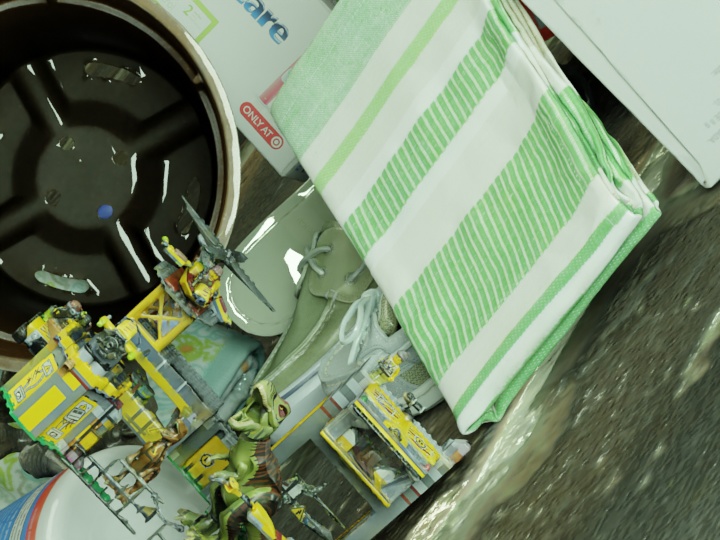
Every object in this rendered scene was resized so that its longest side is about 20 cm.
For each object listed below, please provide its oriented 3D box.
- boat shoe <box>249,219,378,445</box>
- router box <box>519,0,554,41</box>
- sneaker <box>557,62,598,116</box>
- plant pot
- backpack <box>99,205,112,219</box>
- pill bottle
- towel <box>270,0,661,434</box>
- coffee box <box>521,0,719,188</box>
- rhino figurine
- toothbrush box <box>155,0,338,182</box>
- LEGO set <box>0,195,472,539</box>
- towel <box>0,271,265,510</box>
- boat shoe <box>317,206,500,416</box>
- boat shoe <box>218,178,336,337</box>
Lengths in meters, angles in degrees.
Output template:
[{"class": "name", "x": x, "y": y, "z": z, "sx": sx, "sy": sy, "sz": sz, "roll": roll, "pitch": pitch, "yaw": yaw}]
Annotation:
[{"class": "boat shoe", "x": 0.000, "y": 0.000, "z": 1.503, "sx": 0.200, "sy": 0.062, "sz": 0.072, "roll": -51, "pitch": 13, "yaw": -16}, {"class": "router box", "x": 0.119, "y": -0.172, "z": 1.532, "sx": 0.179, "sy": 0.049, "sz": 0.200, "roll": -30, "pitch": 8, "yaw": -16}, {"class": "sneaker", "x": 0.071, "y": -0.071, "z": 1.419, "sx": 0.082, "sy": 0.071, "sz": 0.200, "roll": -33, "pitch": 35, "yaw": -5}, {"class": "plant pot", "x": -0.153, "y": -0.051, "z": 1.517, "sx": 0.200, "sy": 0.200, "sz": 0.198, "roll": -47, "pitch": -2, "yaw": 2}, {"class": "backpack", "x": -0.179, "y": 0.030, "z": 1.780, "sx": 0.168, "sy": 0.163, "sz": 0.200, "roll": -42, "pitch": 11, "yaw": -4}, {"class": "pill bottle", "x": -0.147, "y": 0.164, "z": 1.384, "sx": 0.200, "sy": 0.112, "sz": 0.112, "roll": -31, "pitch": 20, "yaw": 49}, {"class": "towel", "x": 0.038, "y": -0.049, "z": 1.265, "sx": 0.023, "sy": 0.200, "sz": 0.153, "roll": -2, "pitch": -41, "yaw": -41}, {"class": "coffee box", "x": 0.154, "y": -0.200, "z": 1.283, "sx": 0.200, "sy": 0.200, "sz": 0.198, "roll": -42, "pitch": 13, "yaw": 19}, {"class": "rhino figurine", "x": -0.142, "y": 0.076, "z": 1.477, "sx": 0.200, "sy": 0.087, "sz": 0.060, "roll": -125, "pitch": 44, "yaw": -76}, {"class": "toothbrush box", "x": -0.036, "y": -0.124, "z": 1.652, "sx": 0.086, "sy": 0.146, "sz": 0.200, "roll": -44, "pitch": -11, "yaw": 7}, {"class": "LEGO set", "x": -0.042, "y": 0.062, "z": 1.215, "sx": 0.116, "sy": 0.200, "sz": 0.154, "roll": -42, "pitch": -7, "yaw": 15}, {"class": "towel", "x": -0.170, "y": 0.086, "z": 1.595, "sx": 0.200, "sy": 0.170, "sz": 0.048, "roll": -56, "pitch": -22, "yaw": -34}, {"class": "boat shoe", "x": 0.041, "y": 0.009, "z": 1.333, "sx": 0.202, "sy": 0.065, "sz": 0.075, "roll": -32, "pitch": 19, "yaw": 50}, {"class": "boat shoe", "x": 0.007, "y": -0.039, "z": 1.575, "sx": 0.201, "sy": 0.072, "sz": 0.060, "roll": -40, "pitch": -5, "yaw": -2}]
